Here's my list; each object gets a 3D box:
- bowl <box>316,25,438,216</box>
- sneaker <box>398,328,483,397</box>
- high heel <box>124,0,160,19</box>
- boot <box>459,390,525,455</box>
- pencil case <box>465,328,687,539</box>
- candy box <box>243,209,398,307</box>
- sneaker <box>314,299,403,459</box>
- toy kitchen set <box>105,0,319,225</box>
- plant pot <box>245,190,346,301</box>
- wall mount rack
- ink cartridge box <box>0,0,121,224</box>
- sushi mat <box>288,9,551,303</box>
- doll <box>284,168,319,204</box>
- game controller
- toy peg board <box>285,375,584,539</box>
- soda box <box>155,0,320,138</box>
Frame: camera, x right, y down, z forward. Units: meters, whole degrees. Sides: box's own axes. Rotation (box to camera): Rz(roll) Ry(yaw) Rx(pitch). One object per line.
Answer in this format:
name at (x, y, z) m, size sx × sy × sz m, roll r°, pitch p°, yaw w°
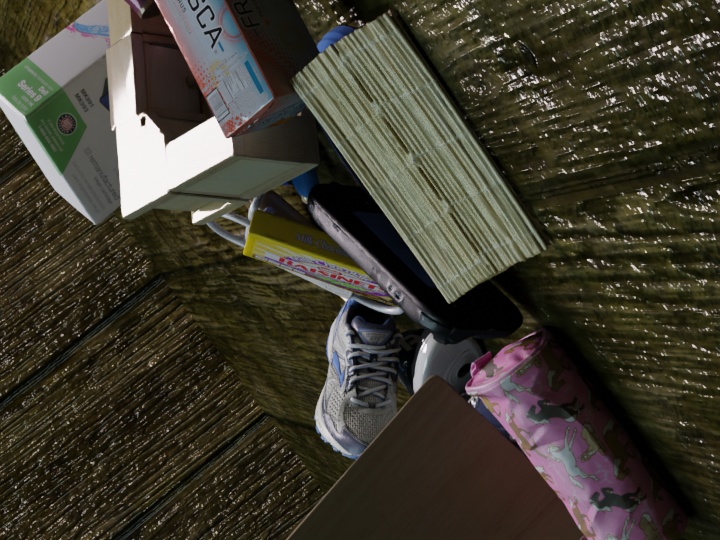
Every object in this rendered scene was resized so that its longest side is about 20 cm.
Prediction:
bowl at (0.027, -0.088, 1.362) m, size 0.201 × 0.039 × 0.201 m, roll 49°, pitch 169°, yaw 13°
sneaker at (0.061, 0.084, 1.694) m, size 0.112 × 0.073 × 0.201 m, roll 49°, pitch 168°, yaw 33°
high heel at (-0.156, -0.246, 1.402) m, size 0.096 × 0.067 × 0.200 m, roll 47°, pitch -164°, yaw 1°
boot at (0.121, 0.111, 1.559) m, size 0.199 × 0.073 × 0.091 m, roll 13°, pitch 136°, yaw 59°
pencil case at (0.165, 0.139, 1.410) m, size 0.201 × 0.086 × 0.083 m, roll 54°, pitch -160°, yaw -8°
candy box at (0.000, 0.000, 1.529) m, size 0.198 × 0.027 × 0.102 m, roll 19°, pitch 167°, yaw -2°
sneaker at (0.002, 0.087, 1.669) m, size 0.201 × 0.076 × 0.086 m, roll -96°, pitch 18°, yaw -49°
toy kitchen set at (-0.090, -0.155, 1.484) m, size 0.180 × 0.162 × 0.202 m, roll -22°, pitch 70°, yaw 51°
plant pot at (-0.049, -0.023, 1.850) m, size 0.200 × 0.028 × 0.200 m, roll 44°, pitch 176°, yaw 4°
wall mount rack at (-0.040, -0.026, 1.663) m, size 0.199 × 0.075 × 0.174 m, roll 26°, pitch 164°, yaw 1°
ink cartridge box at (-0.223, -0.167, 1.729) m, size 0.087 × 0.200 × 0.146 m, roll 35°, pitch 160°, yaw 45°
sushi mat at (0.041, -0.075, 1.259) m, size 0.095 × 0.012 × 0.201 m, roll -27°, pitch 105°, yaw 35°
doll at (-0.082, -0.119, 1.697) m, size 0.137 × 0.048 × 0.200 m, roll 52°, pitch 170°, yaw -7°
game controller at (0.041, -0.009, 1.441) m, size 0.200 × 0.104 × 0.042 m, roll 46°, pitch 129°, yaw 38°
toy peg board at (0.069, 0.229, 1.517) m, size 0.199 × 0.200 × 0.098 m, roll 42°, pitch 176°, yaw 8°
soda box at (-0.100, -0.198, 1.306) m, size 0.063 × 0.068 × 0.201 m, roll -33°, pitch 81°, yaw 42°
